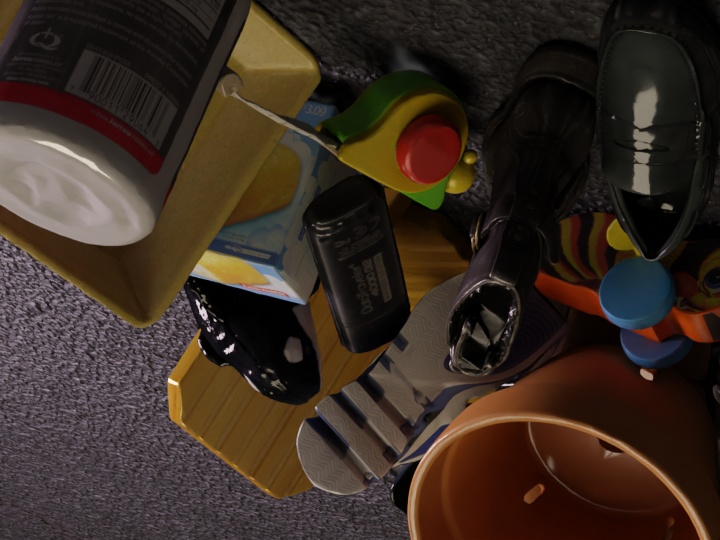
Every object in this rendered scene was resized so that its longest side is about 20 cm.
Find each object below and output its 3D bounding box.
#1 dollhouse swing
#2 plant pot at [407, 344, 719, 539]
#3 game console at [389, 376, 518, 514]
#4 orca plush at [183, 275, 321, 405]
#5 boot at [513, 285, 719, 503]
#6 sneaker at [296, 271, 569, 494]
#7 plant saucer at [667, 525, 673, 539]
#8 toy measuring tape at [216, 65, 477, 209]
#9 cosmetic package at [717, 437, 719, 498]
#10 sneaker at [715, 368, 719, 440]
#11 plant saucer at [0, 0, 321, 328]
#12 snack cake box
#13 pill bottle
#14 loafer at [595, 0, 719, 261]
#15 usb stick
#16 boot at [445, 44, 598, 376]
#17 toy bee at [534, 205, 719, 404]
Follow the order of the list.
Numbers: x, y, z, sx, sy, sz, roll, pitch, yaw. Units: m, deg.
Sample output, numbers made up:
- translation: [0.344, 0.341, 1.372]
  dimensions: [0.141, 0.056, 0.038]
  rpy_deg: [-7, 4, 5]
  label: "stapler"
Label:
- translation: [-0.007, 0.067, 1.200]
  dimensions: [0.181, 0.176, 0.200]
  rpy_deg: [0, 148, 39]
  label: "dollhouse swing"
- translation: [0.147, 0.139, 1.060]
  dimensions: [0.199, 0.140, 0.201]
  rpy_deg: [12, 123, 20]
  label: "plant pot"
- translation: [0.158, 0.181, 1.376]
  dimensions: [0.200, 0.119, 0.170]
  rpy_deg: [37, 152, -32]
  label: "game console"
- translation: [-0.089, -0.003, 1.112]
  dimensions: [0.105, 0.201, 0.071]
  rpy_deg: [-20, 163, 24]
  label: "orca plush"
- translation: [0.174, 0.094, 1.160]
  dimensions: [0.154, 0.077, 0.201]
  rpy_deg: [10, 112, 19]
  label: "boot"
- translation: [0.045, 0.075, 1.131]
  dimensions: [0.081, 0.199, 0.115]
  rpy_deg: [51, -179, 8]
  label: "sneaker"
- translation: [0.240, 0.206, 1.183]
  dimensions: [0.199, 0.032, 0.200]
  rpy_deg: [14, -160, -5]
  label: "plant saucer"
- translation: [0.003, -0.096, 0.956]
  dimensions: [0.200, 0.074, 0.073]
  rpy_deg: [26, 158, -40]
  label: "toy measuring tape"
- translation: [0.319, 0.160, 1.050]
  dimensions: [0.166, 0.168, 0.201]
  rpy_deg: [20, 128, -2]
  label: "cosmetic package"
- translation: [0.263, 0.127, 1.228]
  dimensions: [0.200, 0.074, 0.118]
  rpy_deg: [22, 152, 18]
  label: "sneaker"
- translation: [-0.150, -0.099, 0.967]
  dimensions: [0.200, 0.200, 0.048]
  rpy_deg: [38, 171, -34]
  label: "plant saucer"
- translation: [-0.111, -0.061, 1.067]
  dimensions: [0.199, 0.116, 0.067]
  rpy_deg: [13, 163, 23]
  label: "snack cake box"
- translation: [-0.122, -0.123, 0.859]
  dimensions: [0.110, 0.201, 0.111]
  rpy_deg: [17, 155, 8]
  label: "pill bottle"
- translation: [0.162, -0.074, 0.893]
  dimensions: [0.068, 0.071, 0.201]
  rpy_deg: [11, 154, 20]
  label: "loafer"
- translation: [0.000, 0.000, 1.053]
  dimensions: [0.033, 0.055, 0.200]
  rpy_deg: [60, 174, 25]
  label: "usb stick"
- translation: [0.084, -0.018, 0.947]
  dimensions: [0.069, 0.175, 0.200]
  rpy_deg: [18, 156, 6]
  label: "boot"
- translation: [0.205, 0.013, 1.033]
  dimensions: [0.200, 0.109, 0.131]
  rpy_deg: [41, 170, 19]
  label: "toy bee"
